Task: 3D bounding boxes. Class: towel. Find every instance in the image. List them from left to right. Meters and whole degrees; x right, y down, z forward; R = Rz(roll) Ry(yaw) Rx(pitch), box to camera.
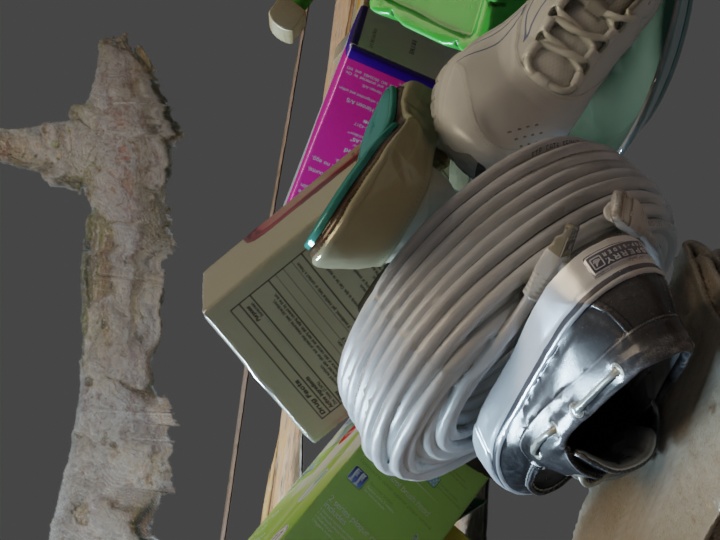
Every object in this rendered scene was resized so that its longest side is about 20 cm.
[{"bbox_3d":[0.148,0.098,0.624,0.133,0.034,0.202,-95,18,-61],"label":"towel"}]

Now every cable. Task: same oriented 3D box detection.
[{"bbox_3d":[0.073,0.023,0.686,0.200,0.069,0.199,-47,-23,16],"label":"cable"}]

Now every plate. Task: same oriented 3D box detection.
[{"bbox_3d":[0.163,-0.148,0.820,0.200,0.025,0.203,-168,90,-80],"label":"plate"}]

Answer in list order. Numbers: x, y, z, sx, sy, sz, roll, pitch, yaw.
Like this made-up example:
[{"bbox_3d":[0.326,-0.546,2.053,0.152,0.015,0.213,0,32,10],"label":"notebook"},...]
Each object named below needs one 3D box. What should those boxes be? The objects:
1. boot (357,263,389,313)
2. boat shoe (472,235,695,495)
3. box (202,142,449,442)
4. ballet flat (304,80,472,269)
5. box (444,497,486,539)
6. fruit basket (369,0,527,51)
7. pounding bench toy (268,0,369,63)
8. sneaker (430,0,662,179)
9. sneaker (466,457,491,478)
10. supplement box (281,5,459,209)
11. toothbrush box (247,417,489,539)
[{"bbox_3d":[0.057,-0.022,0.819,0.139,0.077,0.200,-48,-5,12],"label":"boot"},{"bbox_3d":[0.105,0.067,0.622,0.068,0.071,0.201,60,156,27],"label":"boat shoe"},{"bbox_3d":[0.000,0.000,0.964,0.199,0.128,0.109,-38,16,5],"label":"box"},{"bbox_3d":[0.025,-0.045,0.677,0.200,0.069,0.070,-67,-5,-62],"label":"ballet flat"},{"bbox_3d":[0.019,0.239,0.932,0.200,0.048,0.117,-50,3,-10],"label":"box"},{"bbox_3d":[0.107,-0.236,0.872,0.215,0.155,0.217,-38,-35,-34],"label":"fruit basket"},{"bbox_3d":[0.023,-0.270,1.214,0.124,0.197,0.158,164,116,-78],"label":"pounding bench toy"},{"bbox_3d":[0.103,-0.121,0.693,0.201,0.074,0.087,-54,4,-35],"label":"sneaker"},{"bbox_3d":[0.095,0.042,0.855,0.074,0.079,0.202,-17,40,45],"label":"sneaker"},{"bbox_3d":[0.005,-0.089,1.078,0.102,0.102,0.201,-79,12,-62],"label":"supplement box"},{"bbox_3d":[-0.001,0.166,0.913,0.200,0.086,0.146,-46,1,-30],"label":"toothbrush box"}]
